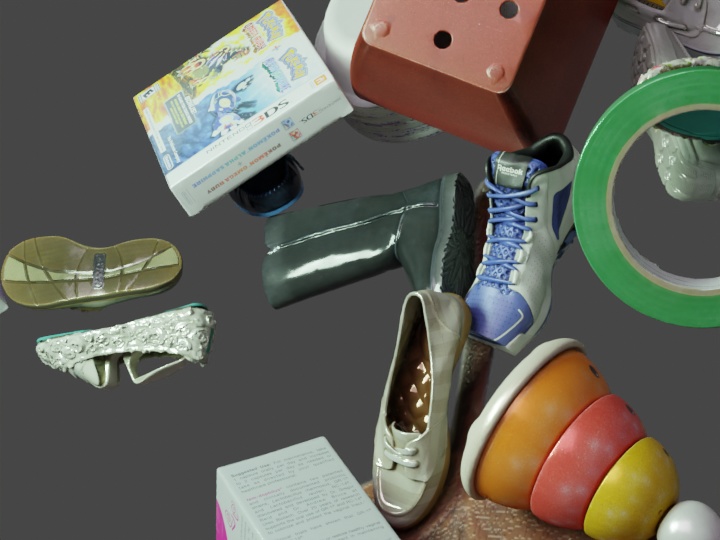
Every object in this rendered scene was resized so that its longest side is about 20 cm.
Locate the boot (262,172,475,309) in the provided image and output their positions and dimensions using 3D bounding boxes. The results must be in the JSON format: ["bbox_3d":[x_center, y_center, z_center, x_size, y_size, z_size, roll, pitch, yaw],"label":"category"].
[{"bbox_3d":[0.000,-0.001,1.503,0.200,0.066,0.165,-11,45,23],"label":"boot"}]

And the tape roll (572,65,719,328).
[{"bbox_3d":[0.266,-0.057,1.297,0.200,0.200,0.048,-26,6,14],"label":"tape roll"}]

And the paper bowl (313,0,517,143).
[{"bbox_3d":[0.046,-0.232,1.620,0.201,0.104,0.201,-16,50,21],"label":"paper bowl"}]

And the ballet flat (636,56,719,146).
[{"bbox_3d":[0.310,-0.143,1.365,0.200,0.076,0.064,2,23,-14],"label":"ballet flat"}]

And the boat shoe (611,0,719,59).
[{"bbox_3d":[0.296,-0.238,1.485,0.200,0.070,0.071,28,75,43],"label":"boat shoe"}]

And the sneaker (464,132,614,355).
[{"bbox_3d":[0.131,-0.039,1.413,0.081,0.115,0.199,17,68,41],"label":"sneaker"}]

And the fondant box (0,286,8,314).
[{"bbox_3d":[-0.487,0.040,1.795,0.200,0.058,0.144,-36,46,6],"label":"fondant box"}]

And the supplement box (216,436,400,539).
[{"bbox_3d":[-0.030,0.238,1.299,0.103,0.101,0.200,-16,41,-24],"label":"supplement box"}]

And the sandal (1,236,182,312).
[{"bbox_3d":[-0.269,0.009,1.686,0.200,0.054,0.080,-3,61,14],"label":"sandal"}]

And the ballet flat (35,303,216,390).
[{"bbox_3d":[-0.228,0.080,1.595,0.200,0.072,0.072,-13,52,25],"label":"ballet flat"}]

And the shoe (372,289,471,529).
[{"bbox_3d":[0.041,0.112,1.368,0.070,0.053,0.200,8,83,35],"label":"shoe"}]

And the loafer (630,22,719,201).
[{"bbox_3d":[0.281,-0.137,1.431,0.070,0.070,0.200,0,51,-11],"label":"loafer"}]

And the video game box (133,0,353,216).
[{"bbox_3d":[-0.116,-0.159,1.590,0.182,0.047,0.200,-32,35,1],"label":"video game box"}]

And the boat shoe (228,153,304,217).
[{"bbox_3d":[-0.117,-0.116,1.633,0.084,0.069,0.200,-31,34,-9],"label":"boat shoe"}]

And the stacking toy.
[{"bbox_3d":[0.189,0.158,1.251,0.200,0.146,0.146,35,80,24],"label":"stacking toy"}]

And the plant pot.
[{"bbox_3d":[0.099,-0.222,1.441,0.200,0.176,0.200,23,93,12],"label":"plant pot"}]
